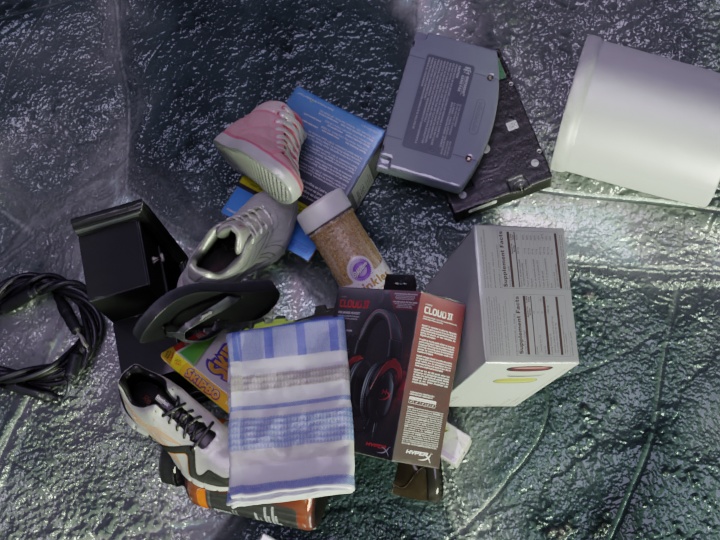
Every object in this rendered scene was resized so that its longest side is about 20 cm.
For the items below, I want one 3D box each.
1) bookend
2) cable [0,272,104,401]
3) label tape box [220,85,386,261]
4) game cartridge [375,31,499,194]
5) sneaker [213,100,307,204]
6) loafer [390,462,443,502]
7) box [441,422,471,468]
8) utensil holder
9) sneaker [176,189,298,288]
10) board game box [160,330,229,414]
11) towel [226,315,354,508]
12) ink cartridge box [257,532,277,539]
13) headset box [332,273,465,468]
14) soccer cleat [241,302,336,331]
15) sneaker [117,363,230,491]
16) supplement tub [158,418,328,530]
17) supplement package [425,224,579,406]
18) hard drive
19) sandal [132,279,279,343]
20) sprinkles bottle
[{"bbox_3d":[-0.261,0.050,1.310,0.090,0.200,0.202,-15,69,2],"label":"bookend"},{"bbox_3d":[-0.438,0.076,1.403,0.196,0.051,0.166,14,74,13],"label":"cable"},{"bbox_3d":[-0.070,-0.119,1.414,0.143,0.063,0.202,28,79,15],"label":"label tape box"},{"bbox_3d":[0.107,-0.202,1.385,0.131,0.041,0.203,15,72,7],"label":"game cartridge"},{"bbox_3d":[-0.101,-0.155,1.323,0.104,0.076,0.200,-38,34,-11],"label":"sneaker"},{"bbox_3d":[0.052,0.168,1.251,0.070,0.073,0.204,-7,73,4],"label":"loafer"},{"bbox_3d":[0.043,0.171,1.313,0.198,0.042,0.039,30,78,17],"label":"box"},{"bbox_3d":[0.352,-0.181,1.327,0.197,0.170,0.173,17,74,10],"label":"utensil holder"},{"bbox_3d":[-0.139,-0.038,1.298,0.077,0.100,0.201,36,63,6],"label":"sneaker"},{"bbox_3d":[-0.133,0.137,1.256,0.198,0.095,0.030,34,116,14],"label":"board game box"},{"bbox_3d":[-0.080,0.153,1.177,0.144,0.024,0.204,-8,67,10],"label":"towel"},{"bbox_3d":[-0.070,0.427,1.243,0.198,0.057,0.164,29,77,7],"label":"ink cartridge box"},{"bbox_3d":[0.031,0.105,1.197,0.147,0.074,0.204,3,80,50],"label":"headset box"},{"bbox_3d":[-0.079,0.097,1.316,0.197,0.064,0.085,-15,76,26],"label":"soccer cleat"},{"bbox_3d":[-0.202,0.177,1.215,0.198,0.081,0.074,28,62,19],"label":"sneaker"},{"bbox_3d":[-0.136,0.237,1.279,0.196,0.107,0.109,10,73,10],"label":"supplement tub"},{"bbox_3d":[0.156,0.059,1.239,0.109,0.200,0.159,2,70,-12],"label":"supplement package"},{"bbox_3d":[0.154,-0.179,1.419,0.137,0.038,0.203,-20,71,0],"label":"hard drive"},{"bbox_3d":[-0.170,0.049,1.253,0.198,0.077,0.043,-13,56,-40],"label":"sandal"},{"bbox_3d":[0.000,0.000,1.326,0.068,0.068,0.202,-32,93,-5],"label":"sprinkles bottle"}]
